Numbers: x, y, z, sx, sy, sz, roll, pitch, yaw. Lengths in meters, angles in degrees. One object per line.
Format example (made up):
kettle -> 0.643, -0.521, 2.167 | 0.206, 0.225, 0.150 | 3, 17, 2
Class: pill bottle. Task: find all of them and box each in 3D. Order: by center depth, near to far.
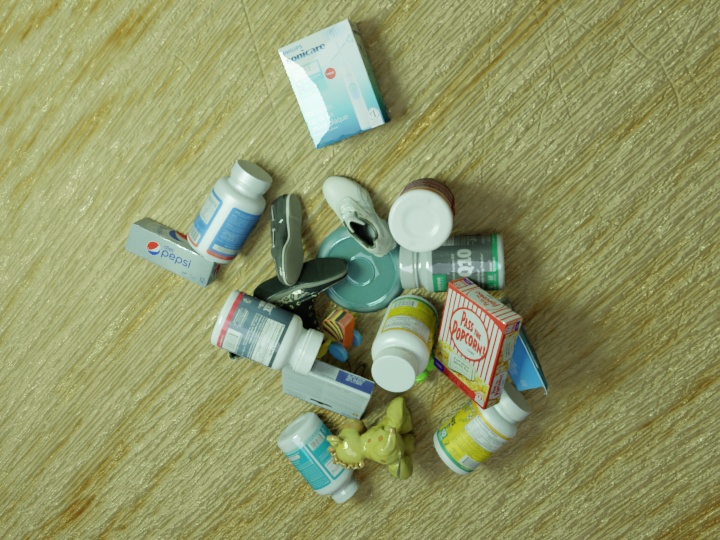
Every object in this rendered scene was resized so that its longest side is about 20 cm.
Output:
pill bottle -> 0.121, -0.112, 1.188 | 0.114, 0.200, 0.114 | 3, 107, 10
pill bottle -> -0.180, 0.128, 1.248 | 0.200, 0.120, 0.120 | 23, 109, -3
pill bottle -> 0.182, -0.013, 1.252 | 0.200, 0.113, 0.113 | -3, 106, 12
pill bottle -> 0.086, 0.144, 1.253 | 0.113, 0.200, 0.113 | 7, 120, 12
pill bottle -> -0.265, -0.123, 1.303 | 0.112, 0.112, 0.200 | 35, 109, -1
pill bottle -> 0.260, 0.331, 1.340 | 0.113, 0.113, 0.200 | 42, 109, -3
pill bottle -> -0.089, 0.430, 1.435 | 0.111, 0.111, 0.200 | -35, 97, 18

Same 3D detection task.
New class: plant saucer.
plant saucer -> 0.000, 0.000, 1.336 | 0.200, 0.027, 0.200 | 3, 107, 9

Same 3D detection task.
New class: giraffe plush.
giraffe plush -> 0.020, 0.375, 1.355 | 0.162, 0.200, 0.173 | -6, 104, 17

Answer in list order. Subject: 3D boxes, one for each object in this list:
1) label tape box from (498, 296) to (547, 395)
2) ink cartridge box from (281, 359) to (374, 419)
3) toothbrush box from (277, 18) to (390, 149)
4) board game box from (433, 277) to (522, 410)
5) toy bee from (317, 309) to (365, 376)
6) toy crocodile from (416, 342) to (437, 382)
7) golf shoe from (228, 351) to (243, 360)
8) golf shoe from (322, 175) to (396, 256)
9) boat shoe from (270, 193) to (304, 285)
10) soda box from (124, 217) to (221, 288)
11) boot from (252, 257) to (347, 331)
label tape box -> 0.299, 0.151, 1.232 | 0.066, 0.200, 0.143 | -26, 100, 15
ink cartridge box -> -0.075, 0.254, 1.379 | 0.199, 0.041, 0.200 | 21, 151, 2
toothbrush box -> -0.047, -0.353, 1.209 | 0.146, 0.085, 0.200 | -17, 101, 15
board game box -> 0.215, 0.136, 1.186 | 0.151, 0.046, 0.200 | 40, 134, 44
toy bee -> -0.059, 0.154, 1.351 | 0.109, 0.131, 0.200 | 24, 122, 28
toy crocodile -> 0.151, 0.185, 1.348 | 0.200, 0.062, 0.068 | -23, 140, 14
golf shoe -> -0.225, 0.116, 1.375 | 0.078, 0.097, 0.200 | 29, 108, 3
golf shoe -> -0.010, -0.114, 1.248 | 0.078, 0.097, 0.200 | -46, 77, 16
boat shoe -> -0.156, -0.061, 1.294 | 0.057, 0.067, 0.200 | -11, 68, 30
soda box -> -0.404, -0.041, 1.378 | 0.200, 0.063, 0.068 | 25, 110, 3
boot -> -0.106, 0.063, 1.336 | 0.203, 0.074, 0.154 | -21, 131, 5
